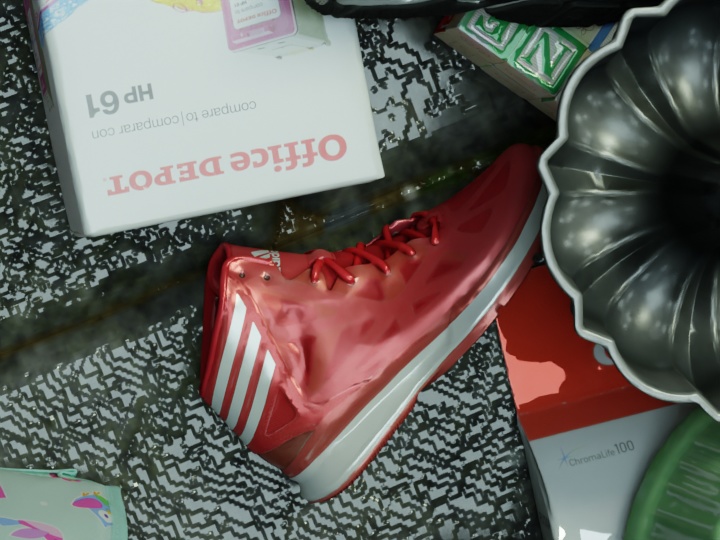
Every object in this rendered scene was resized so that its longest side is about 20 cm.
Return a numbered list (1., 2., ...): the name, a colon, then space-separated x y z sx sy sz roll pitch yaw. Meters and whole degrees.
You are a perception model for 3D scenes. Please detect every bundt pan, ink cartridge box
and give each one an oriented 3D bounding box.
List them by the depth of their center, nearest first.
1. bundt pan: 0.170 -0.035 1.214 0.200 0.076 0.203 -1 94 -8
2. ink cartridge box: -0.079 -0.124 1.218 0.144 0.085 0.201 -12 96 -11
3. ink cartridge box: 0.161 0.086 1.295 0.162 0.057 0.201 -14 100 -10

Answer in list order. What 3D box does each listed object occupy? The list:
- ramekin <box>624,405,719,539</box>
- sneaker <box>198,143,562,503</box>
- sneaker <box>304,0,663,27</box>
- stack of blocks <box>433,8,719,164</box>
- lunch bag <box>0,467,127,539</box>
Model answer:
1. ramekin: 0.231 0.144 1.239 0.199 0.098 0.202 0 92 -12
2. sneaker: 0.000 0.000 1.244 0.115 0.078 0.200 38 84 -12
3. sneaker: 0.065 -0.174 1.190 0.199 0.076 0.116 0 79 -24
4. stack of blocks: 0.083 -0.152 1.262 0.199 0.059 0.115 35 86 -11
5. lunch bag: -0.190 0.166 1.178 0.169 0.201 0.122 8 135 -10
